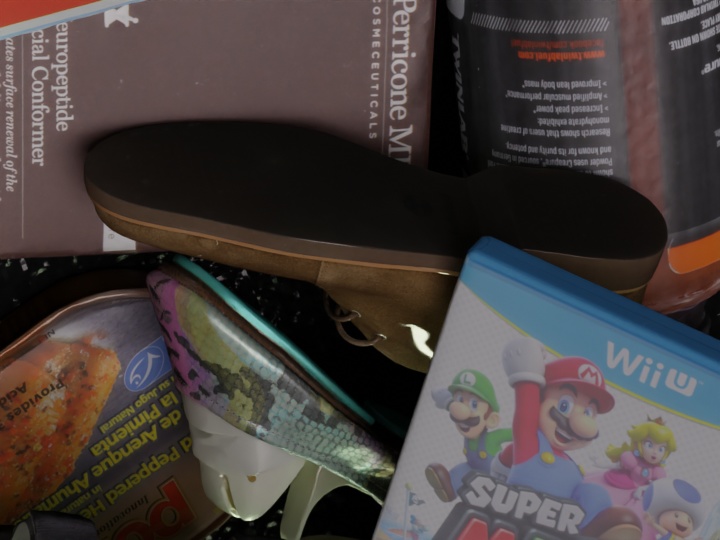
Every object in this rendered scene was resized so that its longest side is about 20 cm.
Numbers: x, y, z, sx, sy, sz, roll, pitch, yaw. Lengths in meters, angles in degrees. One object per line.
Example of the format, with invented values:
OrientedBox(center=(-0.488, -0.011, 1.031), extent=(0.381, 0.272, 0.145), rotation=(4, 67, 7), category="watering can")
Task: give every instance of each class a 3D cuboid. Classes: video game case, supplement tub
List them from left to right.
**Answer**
OrientedBox(center=(0.074, 0.102, 0.947), extent=(0.143, 0.018, 0.200), rotation=(25, 120, 13), category="video game case")
OrientedBox(center=(0.088, -0.054, 1.030), extent=(0.107, 0.107, 0.201), rotation=(-10, 111, -12), category="supplement tub")

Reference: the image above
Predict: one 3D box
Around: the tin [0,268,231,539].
OrientedBox(center=(-0.126, 0.081, 1.054), extent=(0.200, 0.042, 0.112), rotation=(-35, 111, -3), category="tin")

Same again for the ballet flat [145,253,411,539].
OrientedBox(center=(-0.014, 0.068, 1.033), extent=(0.200, 0.069, 0.071), rotation=(34, 93, -37), category="ballet flat")

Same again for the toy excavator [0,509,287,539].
OrientedBox(center=(-0.105, 0.195, 1.018), extent=(0.100, 0.194, 0.201), rotation=(10, 78, -20), category="toy excavator")

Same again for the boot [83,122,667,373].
OrientedBox(center=(0.000, 0.000, 0.963), extent=(0.199, 0.074, 0.076), rotation=(10, 126, -8), category="boot")

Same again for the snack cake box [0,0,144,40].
OrientedBox(center=(-0.080, -0.151, 0.919), extent=(0.200, 0.067, 0.115), rotation=(-18, 141, -27), category="snack cake box")

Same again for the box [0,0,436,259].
OrientedBox(center=(-0.077, -0.061, 0.998), extent=(0.199, 0.075, 0.100), rotation=(-4, 110, -17), category="box")
